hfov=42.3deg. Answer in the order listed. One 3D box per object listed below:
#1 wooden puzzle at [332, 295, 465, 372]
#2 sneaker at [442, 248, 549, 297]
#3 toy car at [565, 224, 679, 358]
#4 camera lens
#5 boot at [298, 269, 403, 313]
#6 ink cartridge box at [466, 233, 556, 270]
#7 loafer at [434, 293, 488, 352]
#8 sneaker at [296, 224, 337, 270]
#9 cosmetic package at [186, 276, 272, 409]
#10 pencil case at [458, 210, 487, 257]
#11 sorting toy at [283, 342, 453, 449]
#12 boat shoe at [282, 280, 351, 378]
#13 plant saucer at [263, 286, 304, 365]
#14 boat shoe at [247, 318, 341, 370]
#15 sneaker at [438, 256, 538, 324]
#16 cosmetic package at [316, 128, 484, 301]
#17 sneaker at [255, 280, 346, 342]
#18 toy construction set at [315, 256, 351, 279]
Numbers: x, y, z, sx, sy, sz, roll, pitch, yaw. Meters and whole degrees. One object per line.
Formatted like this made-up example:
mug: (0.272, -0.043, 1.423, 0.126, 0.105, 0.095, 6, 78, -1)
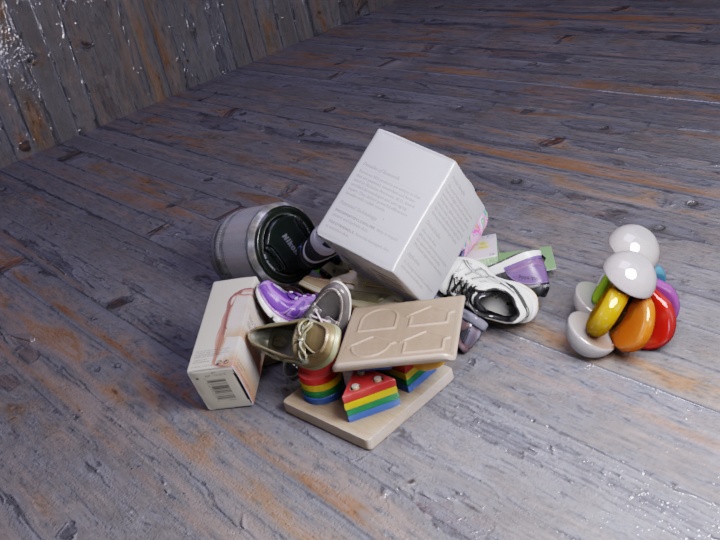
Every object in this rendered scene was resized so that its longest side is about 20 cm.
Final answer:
wooden puzzle: (0.064, 0.104, 1.412, 0.182, 0.047, 0.201, -7, 23, 15)
sneaker: (0.227, 0.039, 1.577, 0.198, 0.089, 0.075, -26, -15, 35)
toy car: (0.411, 0.046, 1.409, 0.148, 0.177, 0.201, 28, 35, 4)
camera lens: (-0.189, -0.045, 1.817, 0.159, 0.162, 0.199, -33, 17, -33)
boot: (0.000, 0.000, 1.641, 0.197, 0.073, 0.157, 14, 71, 27)
ink cartridge box: (0.251, -0.027, 1.700, 0.197, 0.049, 0.146, -12, 16, 11)
loafer: (0.132, 0.077, 1.563, 0.199, 0.071, 0.064, 28, 89, 55)
sneaker: (-0.045, -0.065, 1.697, 0.199, 0.074, 0.112, -31, -5, -44)
cosmetic package: (-0.213, 0.119, 1.555, 0.086, 0.104, 0.202, -8, 44, 16)
pencil case: (0.171, -0.071, 1.669, 0.086, 0.089, 0.200, -3, 17, 22)
sorting toy: (0.006, 0.165, 1.448, 0.198, 0.071, 0.198, 15, 39, 44)
boat shoe: (-0.072, 0.103, 1.499, 0.067, 0.201, 0.057, 38, 39, 12)
plant saucer: (-0.167, 0.092, 1.678, 0.197, 0.035, 0.202, -16, 35, 12)
boat shoe: (-0.102, 0.108, 1.432, 0.062, 0.074, 0.199, 19, -11, -33)
sneaker: (0.190, 0.031, 1.515, 0.197, 0.077, 0.087, 19, 16, 25)
cosmetic package: (0.069, -0.082, 1.508, 0.165, 0.167, 0.202, 26, 80, 33)
sneaker: (-0.083, 0.061, 1.578, 0.198, 0.084, 0.081, 25, 23, -11)
toy construction set: (-0.006, 0.000, 1.759, 0.198, 0.094, 0.130, 20, 9, 37)
